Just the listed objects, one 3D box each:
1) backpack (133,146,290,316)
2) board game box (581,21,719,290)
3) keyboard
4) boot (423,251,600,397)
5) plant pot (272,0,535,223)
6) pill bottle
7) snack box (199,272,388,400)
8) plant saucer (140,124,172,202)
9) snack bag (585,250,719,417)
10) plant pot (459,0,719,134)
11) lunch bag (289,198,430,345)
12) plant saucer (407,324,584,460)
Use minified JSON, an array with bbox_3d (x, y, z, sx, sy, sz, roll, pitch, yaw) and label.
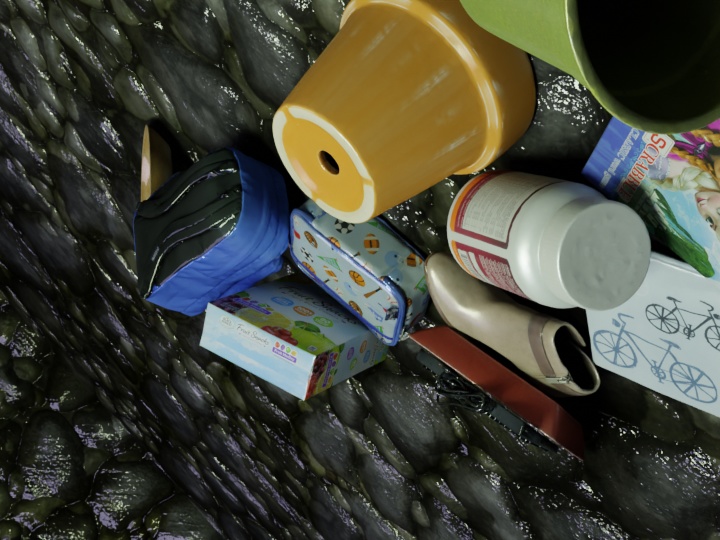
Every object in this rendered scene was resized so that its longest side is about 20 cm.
[{"bbox_3d":[-0.176,-0.057,1.485,0.200,0.167,0.164,-36,55,31],"label":"backpack"},{"bbox_3d":[0.286,-0.077,0.903,0.199,0.041,0.200,42,154,14],"label":"board game box"},{"bbox_3d":[0.119,0.144,1.253,0.104,0.040,0.200,36,178,-37],"label":"keyboard"},{"bbox_3d":[0.167,0.057,1.227,0.200,0.070,0.146,45,165,-23],"label":"boot"},{"bbox_3d":[0.025,-0.146,1.050,0.200,0.183,0.201,36,152,23],"label":"plant pot"},{"bbox_3d":[0.164,-0.028,1.033,0.110,0.109,0.200,58,168,-20],"label":"pill bottle"},{"bbox_3d":[-0.077,0.078,1.476,0.168,0.200,0.068,24,111,24],"label":"snack box"},{"bbox_3d":[-0.292,-0.108,1.667,0.200,0.035,0.202,180,90,-76],"label":"plant saucer"},{"bbox_3d":[0.286,0.049,1.099,0.188,0.021,0.201,24,145,40],"label":"snack bag"},{"bbox_3d":[0.160,-0.208,0.787,0.190,0.199,0.201,29,151,57],"label":"plant pot"},{"bbox_3d":[0.000,0.000,1.417,0.200,0.075,0.161,42,156,15],"label":"lunch bag"},{"bbox_3d":[0.164,0.132,1.306,0.199,0.037,0.200,35,179,25],"label":"plant saucer"}]
